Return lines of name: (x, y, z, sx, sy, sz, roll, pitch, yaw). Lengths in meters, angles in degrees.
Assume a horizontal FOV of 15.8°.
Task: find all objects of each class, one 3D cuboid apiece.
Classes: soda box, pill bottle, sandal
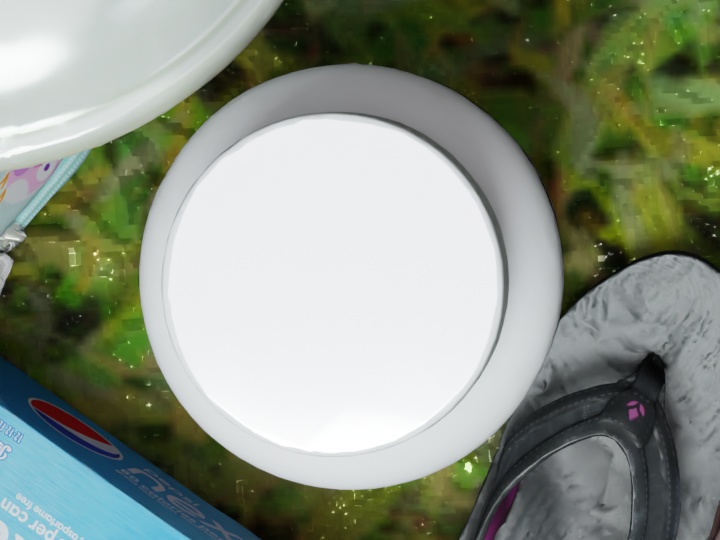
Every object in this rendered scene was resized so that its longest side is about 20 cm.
soda box: (-0.075, 0.094, 0.771, 0.200, 0.064, 0.068, 34, 95, 13)
pill bottle: (0.000, 0.000, 0.709, 0.111, 0.200, 0.112, 0, 92, 4)
sandal: (0.060, 0.087, 0.784, 0.075, 0.048, 0.201, 32, 94, 2)

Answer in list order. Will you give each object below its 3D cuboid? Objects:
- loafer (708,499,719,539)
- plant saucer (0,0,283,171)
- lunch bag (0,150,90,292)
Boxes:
loafer: (0.135, 0.005, 0.757, 0.063, 0.072, 0.200, 5, 82, 9)
plant saucer: (-0.106, -0.125, 0.702, 0.200, 0.050, 0.200, -2, 67, 6)
lunch bag: (-0.177, -0.057, 0.751, 0.200, 0.077, 0.160, 35, 75, 19)
